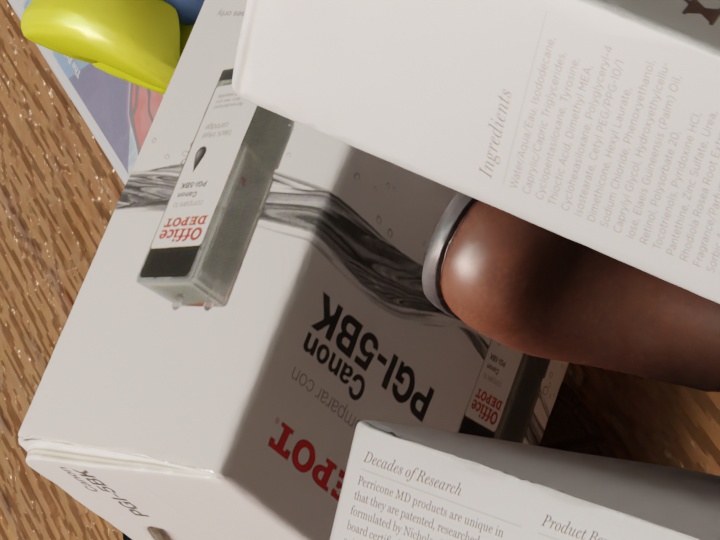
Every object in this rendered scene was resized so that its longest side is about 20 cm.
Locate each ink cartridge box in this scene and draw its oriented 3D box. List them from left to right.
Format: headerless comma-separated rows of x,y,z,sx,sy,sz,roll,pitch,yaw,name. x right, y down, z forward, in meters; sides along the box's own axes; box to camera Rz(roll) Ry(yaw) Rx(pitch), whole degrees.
0.000,0.000,0.833,0.083,0.147,0.201,6,66,37,ink cartridge box

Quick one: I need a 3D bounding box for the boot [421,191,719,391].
0.133,0.038,0.688,0.200,0.188,0.069,44,114,46,boot

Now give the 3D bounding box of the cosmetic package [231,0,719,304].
0.080,-0.057,0.678,0.199,0.102,0.074,24,129,13,cosmetic package

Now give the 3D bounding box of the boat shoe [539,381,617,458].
0.058,0.134,0.895,0.075,0.074,0.203,-38,61,55,boat shoe

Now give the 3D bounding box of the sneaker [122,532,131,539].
-0.037,0.072,1.018,0.199,0.079,0.130,17,106,53,sneaker

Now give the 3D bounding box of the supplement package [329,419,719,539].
0.105,0.118,0.660,0.200,0.155,0.111,16,93,48,supplement package

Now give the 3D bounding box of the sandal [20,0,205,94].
-0.024,-0.087,0.909,0.079,0.200,0.087,19,89,33,sandal

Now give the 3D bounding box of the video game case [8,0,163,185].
-0.080,-0.133,1.117,0.200,0.023,0.183,55,132,38,video game case
